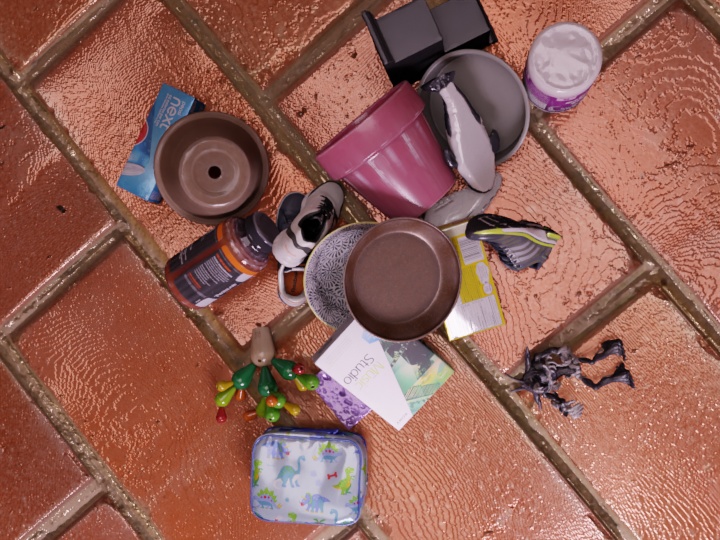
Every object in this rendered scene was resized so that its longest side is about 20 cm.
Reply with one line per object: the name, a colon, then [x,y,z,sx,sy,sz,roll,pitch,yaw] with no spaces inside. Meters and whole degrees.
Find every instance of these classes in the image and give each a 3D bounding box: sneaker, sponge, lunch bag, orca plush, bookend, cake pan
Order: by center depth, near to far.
bookend: [0.118,-0.394,1.373,0.198,0.200,0.092,-25,87,8]
sneaker: [0.247,-0.041,1.376,0.199,0.074,0.081,8,106,-35]
orca plush: [0.154,-0.219,1.379,0.105,0.071,0.200,-43,107,-16]
cake pan: [0.189,-0.268,1.401,0.199,0.037,0.201,13,119,24]
sneaker: [-0.069,-0.086,1.411,0.074,0.200,0.080,41,137,-13]
sneaker: [0.158,-0.099,1.431,0.080,0.076,0.200,44,95,11]
sneaker: [-0.106,-0.037,1.455,0.078,0.079,0.201,0,92,-12]
lunch bag: [-0.087,0.350,1.455,0.199,0.082,0.162,1,91,8]
sponge: [0.018,0.170,1.468,0.200,0.030,0.112,-41,86,4]

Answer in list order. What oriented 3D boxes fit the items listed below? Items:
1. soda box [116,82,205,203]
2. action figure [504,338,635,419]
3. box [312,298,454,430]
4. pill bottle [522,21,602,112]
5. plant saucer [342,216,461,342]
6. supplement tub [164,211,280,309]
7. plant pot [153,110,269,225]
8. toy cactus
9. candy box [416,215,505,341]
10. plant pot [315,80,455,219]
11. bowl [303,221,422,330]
soda box: [-0.355,-0.224,1.503,0.068,0.064,0.201,26,92,7]
action figure: [0.342,0.173,1.390,0.199,0.102,0.119,-15,99,6]
box: [0.039,0.157,1.415,0.200,0.036,0.144,40,98,-18]
pill bottle: [0.316,-0.314,1.345,0.112,0.200,0.113,0,90,8]
plant saucer: [0.064,0.013,1.353,0.199,0.037,0.202,-2,98,-17]
supplement tub: [-0.232,-0.021,1.441,0.200,0.107,0.107,-31,86,23]
plant pot: [-0.244,-0.166,1.405,0.199,0.175,0.201,-2,100,-12]
toy cactus: [-0.173,0.181,1.464,0.199,0.102,0.166,-18,71,27]
candy box: [0.169,0.015,1.413,0.102,0.026,0.201,-16,111,8]
plant pot: [0.055,-0.182,1.394,0.200,0.200,0.179,-40,101,6]
bowl: [0.000,0.000,1.426,0.200,0.094,0.202,-3,110,-7]
